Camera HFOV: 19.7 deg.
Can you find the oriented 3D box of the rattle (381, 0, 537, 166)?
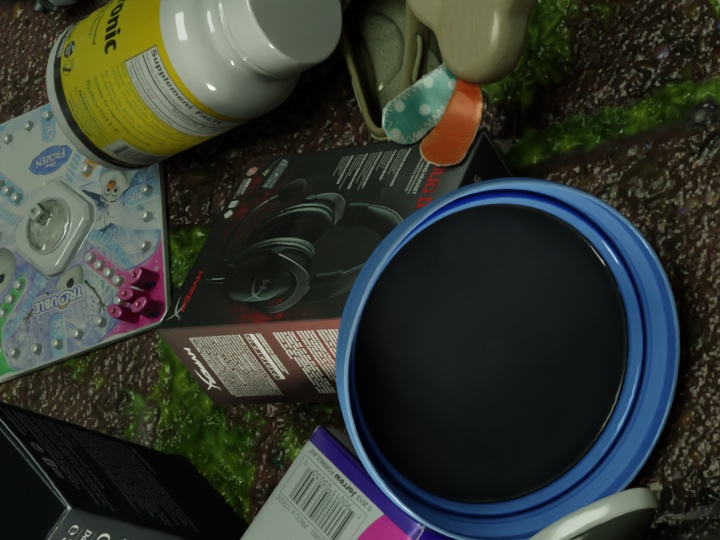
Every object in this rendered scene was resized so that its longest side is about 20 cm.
[{"bbox_3d":[0.094,-0.161,1.242,0.130,0.143,0.201,-1,89,34],"label":"rattle"}]

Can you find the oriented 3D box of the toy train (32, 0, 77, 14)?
[{"bbox_3d":[-0.263,-0.267,1.554,0.200,0.085,0.114,29,105,37],"label":"toy train"}]

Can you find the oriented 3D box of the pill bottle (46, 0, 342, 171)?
[{"bbox_3d":[-0.107,-0.143,1.350,0.200,0.111,0.112,-19,64,44],"label":"pill bottle"}]

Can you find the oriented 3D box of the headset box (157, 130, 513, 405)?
[{"bbox_3d":[0.000,0.000,1.236,0.199,0.077,0.149,-5,45,37],"label":"headset box"}]

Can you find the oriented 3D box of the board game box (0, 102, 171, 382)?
[{"bbox_3d":[-0.224,-0.032,1.478,0.199,0.026,0.201,-19,65,30],"label":"board game box"}]

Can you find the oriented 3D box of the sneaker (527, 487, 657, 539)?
[{"bbox_3d":[0.107,0.210,1.133,0.200,0.071,0.099,-45,57,21],"label":"sneaker"}]

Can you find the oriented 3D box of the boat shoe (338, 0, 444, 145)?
[{"bbox_3d":[0.014,-0.158,1.318,0.073,0.063,0.201,-27,58,28],"label":"boat shoe"}]

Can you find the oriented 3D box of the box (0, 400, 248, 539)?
[{"bbox_3d":[-0.196,0.204,1.271,0.124,0.196,0.200,42,101,36],"label":"box"}]

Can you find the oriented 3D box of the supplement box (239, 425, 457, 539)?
[{"bbox_3d":[-0.024,0.207,1.205,0.101,0.103,0.200,41,99,37],"label":"supplement box"}]

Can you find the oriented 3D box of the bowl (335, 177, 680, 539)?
[{"bbox_3d":[0.079,0.048,1.132,0.201,0.200,0.039,-68,22,-2],"label":"bowl"}]
